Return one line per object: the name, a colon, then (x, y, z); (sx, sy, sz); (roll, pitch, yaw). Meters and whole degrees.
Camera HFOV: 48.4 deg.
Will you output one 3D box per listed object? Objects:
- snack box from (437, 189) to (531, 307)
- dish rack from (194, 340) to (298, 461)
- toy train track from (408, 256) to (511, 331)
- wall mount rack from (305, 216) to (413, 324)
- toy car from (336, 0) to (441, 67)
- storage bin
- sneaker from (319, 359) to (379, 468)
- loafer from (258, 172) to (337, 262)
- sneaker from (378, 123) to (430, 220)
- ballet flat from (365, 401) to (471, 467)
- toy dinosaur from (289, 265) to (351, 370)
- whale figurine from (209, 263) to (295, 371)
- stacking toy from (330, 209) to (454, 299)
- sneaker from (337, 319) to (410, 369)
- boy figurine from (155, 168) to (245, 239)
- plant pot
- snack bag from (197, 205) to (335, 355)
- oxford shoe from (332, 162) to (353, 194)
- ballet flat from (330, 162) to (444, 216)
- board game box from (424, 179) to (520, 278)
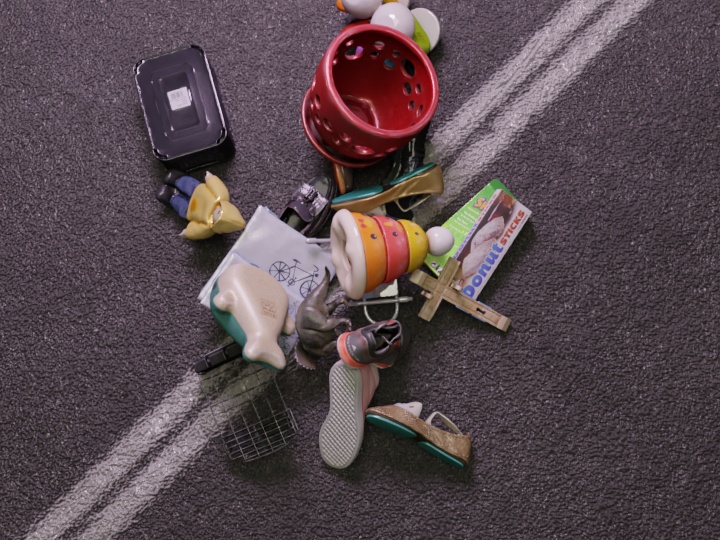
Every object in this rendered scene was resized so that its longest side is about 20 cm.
snack box: (0.214, -0.039, 1.390); (0.072, 0.024, 0.200); (34, 88, -14)
dish rack: (-0.189, 0.214, 1.355); (0.153, 0.055, 0.201); (-25, 84, 19)
toy train track: (0.173, 0.052, 1.361); (0.200, 0.033, 0.115); (28, 90, -16)
wall mount rack: (0.000, 0.000, 1.386); (0.173, 0.075, 0.201); (-6, 87, 6)
toy car: (0.035, -0.442, 1.456); (0.200, 0.175, 0.150); (50, 119, 10)
storage bin: (-0.319, -0.291, 1.460); (0.135, 0.094, 0.201); (-17, 79, -1)
sneaker: (-0.013, 0.230, 1.356); (0.075, 0.105, 0.201); (13, 110, 20)
loafer: (-0.111, -0.086, 1.409); (0.072, 0.063, 0.200); (36, 93, 15)
sneaker: (0.090, -0.182, 1.436); (0.082, 0.073, 0.201); (23, 91, 3)
ballet flat: (0.101, 0.258, 1.333); (0.200, 0.070, 0.065); (31, 67, -16)
toy dinosaur: (-0.068, 0.093, 1.328); (0.102, 0.077, 0.201); (-5, 122, -8)
whale figurine: (-0.178, 0.084, 1.281); (0.104, 0.159, 0.200); (-43, 44, 26)
stacking toy: (0.059, -0.040, 1.308); (0.199, 0.146, 0.147); (-11, 78, -17)
sneaker: (0.045, 0.116, 1.312); (0.082, 0.200, 0.077); (-28, 82, 30)
boy figurine: (-0.276, -0.106, 1.392); (0.200, 0.064, 0.125); (32, 96, 40)
plant pot: (0.007, -0.276, 1.338); (0.200, 0.182, 0.201); (7, 70, -19)
snack bag: (-0.149, 0.018, 1.381); (0.188, 0.021, 0.200); (34, 89, -15)
oxford shoe: (-0.014, -0.235, 1.448); (0.073, 0.071, 0.201); (2, 78, -2)
ballet flat: (0.050, -0.123, 1.371); (0.199, 0.069, 0.063); (-19, 105, 6)
board game box: (0.200, -0.065, 1.425); (0.200, 0.030, 0.096); (-42, 82, -3)
